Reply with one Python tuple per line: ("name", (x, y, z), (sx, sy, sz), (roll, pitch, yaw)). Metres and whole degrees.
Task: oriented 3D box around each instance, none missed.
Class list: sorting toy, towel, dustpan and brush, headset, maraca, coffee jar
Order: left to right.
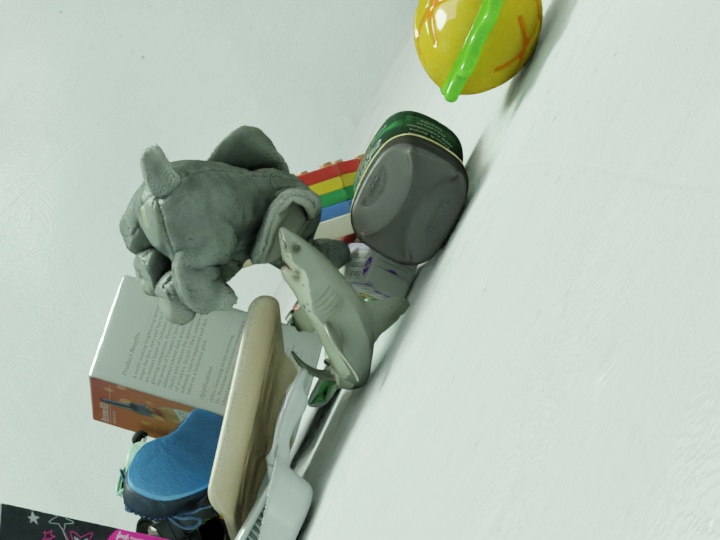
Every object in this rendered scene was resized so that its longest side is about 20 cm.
("headset", (-0.151, 0.262, 1.808), (0.200, 0.094, 0.123), (-41, -22, 27))
("sorting toy", (-0.095, 0.134, 1.672), (0.200, 0.036, 0.186), (77, -157, -71))
("dustpan and brush", (-0.069, 0.178, 1.585), (0.201, 0.057, 0.140), (-63, 3, -12))
("sorting toy", (-0.067, -0.054, 1.877), (0.198, 0.070, 0.200), (-17, 2, 18))
("towel", (-0.006, 0.045, 1.906), (0.153, 0.023, 0.200), (-62, 5, 14))
("coffee jar", (0.040, -0.071, 1.666), (0.105, 0.085, 0.200), (-62, 5, 10))
("maraca", (0.099, -0.206, 1.656), (0.200, 0.106, 0.138), (-79, 10, -74))

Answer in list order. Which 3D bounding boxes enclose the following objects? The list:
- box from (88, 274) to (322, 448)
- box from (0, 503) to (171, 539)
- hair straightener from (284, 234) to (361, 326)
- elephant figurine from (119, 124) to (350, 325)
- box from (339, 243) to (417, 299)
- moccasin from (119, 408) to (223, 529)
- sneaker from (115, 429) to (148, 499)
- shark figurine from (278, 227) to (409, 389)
("box", (-0.148, 0.103, 1.876), (0.152, 0.199, 0.107), (106, -179, -70))
("box", (-0.219, 0.291, 1.597), (0.115, 0.199, 0.133), (122, 157, -48))
("hair straightener", (-0.013, 0.009, 2.007), (0.041, 0.077, 0.201), (28, 90, 48))
("elephant figurine", (-0.091, -0.049, 1.644), (0.199, 0.142, 0.155), (-23, -3, -27))
("box", (0.000, 0.000, 1.767), (0.039, 0.041, 0.200), (-67, 16, -5))
("moccasin", (-0.151, 0.182, 1.688), (0.068, 0.080, 0.200), (-65, -12, 17))
("sneaker", (-0.175, 0.220, 1.932), (0.201, 0.118, 0.074), (83, -165, -57))
("shark figurine", (0.000, 0.052, 1.629), (0.089, 0.128, 0.215), (-32, -30, -11))
